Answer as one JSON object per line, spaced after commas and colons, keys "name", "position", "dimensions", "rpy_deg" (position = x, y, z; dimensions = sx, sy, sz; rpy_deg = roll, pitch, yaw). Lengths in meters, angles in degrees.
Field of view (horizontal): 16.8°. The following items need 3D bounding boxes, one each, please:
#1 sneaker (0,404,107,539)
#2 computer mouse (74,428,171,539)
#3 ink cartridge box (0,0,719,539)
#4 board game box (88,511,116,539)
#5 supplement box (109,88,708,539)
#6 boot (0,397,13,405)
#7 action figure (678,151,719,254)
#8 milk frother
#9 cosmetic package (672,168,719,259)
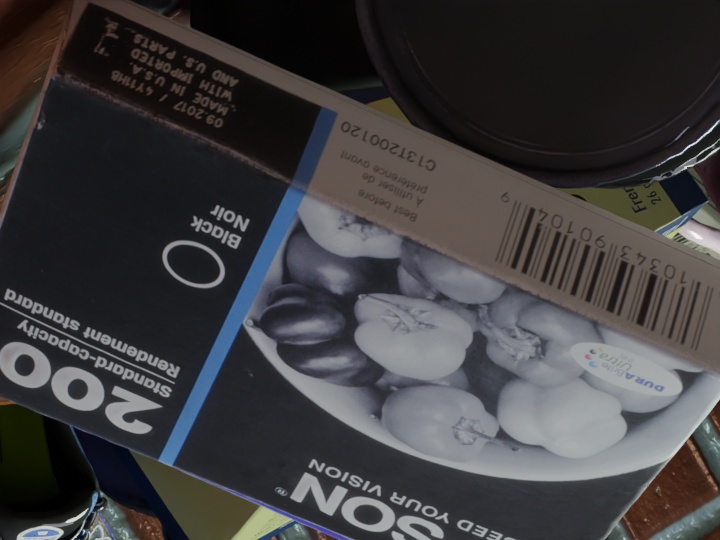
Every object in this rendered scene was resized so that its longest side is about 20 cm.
{"name": "sneaker", "position": [-0.156, 0.112, 1.057], "dimensions": [0.078, 0.200, 0.089], "rpy_deg": [-16, -154, -22]}
{"name": "computer mouse", "position": [-0.115, 0.066, 1.207], "dimensions": [0.053, 0.139, 0.200], "rpy_deg": [-3, -171, -21]}
{"name": "ink cartridge box", "position": [-0.017, 0.030, 0.706], "dimensions": [0.200, 0.198, 0.043], "rpy_deg": [118, -6, -52]}
{"name": "board game box", "position": [-0.234, 0.129, 1.180], "dimensions": [0.200, 0.097, 0.159], "rpy_deg": [-29, -163, -8]}
{"name": "supplement box", "position": [0.000, 0.000, 1.034], "dimensions": [0.200, 0.134, 0.200], "rpy_deg": [-28, 167, -30]}
{"name": "boot", "position": [-0.069, 0.033, 0.879], "dimensions": [0.200, 0.069, 0.188], "rpy_deg": [13, 173, 10]}
{"name": "action figure", "position": [0.211, 0.005, 1.079], "dimensions": [0.149, 0.134, 0.200], "rpy_deg": [-16, 140, 7]}
{"name": "milk frother", "position": [0.062, -0.032, 0.741], "dimensions": [0.180, 0.200, 0.188], "rpy_deg": [-27, 177, 10]}
{"name": "cosmetic package", "position": [0.196, -0.095, 1.192], "dimensions": [0.200, 0.103, 0.087], "rpy_deg": [-55, -172, -20]}
